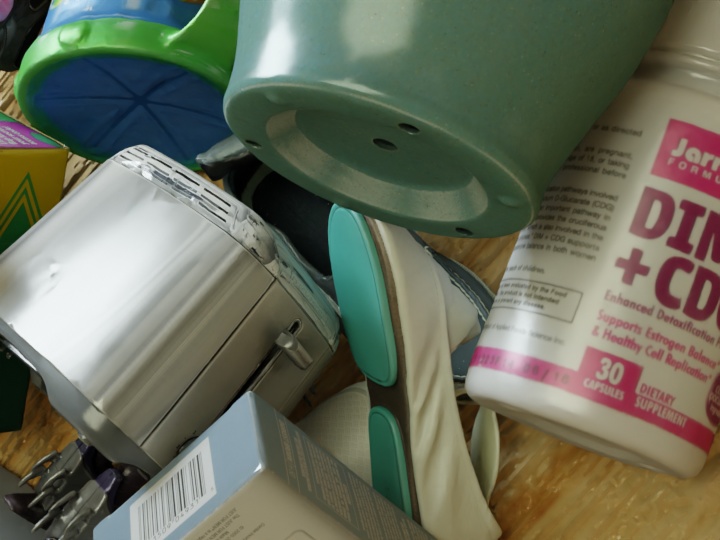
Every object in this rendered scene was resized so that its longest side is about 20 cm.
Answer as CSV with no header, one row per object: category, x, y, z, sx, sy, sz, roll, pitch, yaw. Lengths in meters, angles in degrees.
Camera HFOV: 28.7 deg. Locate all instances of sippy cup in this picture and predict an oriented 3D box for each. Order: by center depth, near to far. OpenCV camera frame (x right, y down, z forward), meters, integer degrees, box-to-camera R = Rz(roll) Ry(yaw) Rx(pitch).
sippy cup,-0.120,-0.144,0.810,0.178,0.140,0.130,-4,63,17

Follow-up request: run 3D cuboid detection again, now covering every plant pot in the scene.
plant pot,0.036,-0.123,0.582,0.200,0.200,0.188,11,72,30

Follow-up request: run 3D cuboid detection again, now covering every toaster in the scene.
toaster,-0.105,0.023,0.696,0.129,0.114,0.200,-47,43,-12

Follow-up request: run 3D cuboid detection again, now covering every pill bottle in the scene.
pill bottle,0.133,-0.017,0.643,0.113,0.113,0.200,17,81,30

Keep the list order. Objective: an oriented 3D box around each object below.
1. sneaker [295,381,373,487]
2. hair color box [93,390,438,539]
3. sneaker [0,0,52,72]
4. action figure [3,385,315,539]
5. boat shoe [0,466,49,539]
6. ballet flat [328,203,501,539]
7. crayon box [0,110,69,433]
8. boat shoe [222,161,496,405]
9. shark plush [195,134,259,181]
sneaker,-0.051,0.133,0.723,0.200,0.081,0.075,-46,59,8
hair color box,-0.012,0.154,0.628,0.099,0.200,0.061,-41,27,12
sneaker,-0.192,-0.208,0.840,0.079,0.095,0.200,26,87,25
action figure,-0.108,0.078,0.775,0.200,0.069,0.130,-48,48,3
boat shoe,-0.196,0.180,0.793,0.200,0.069,0.057,41,112,35
ballet flat,0.031,0.052,0.678,0.069,0.069,0.200,-3,105,27
crayon box,-0.262,-0.021,0.841,0.200,0.058,0.173,27,110,39
boat shoe,0.000,0.000,0.740,0.200,0.062,0.073,41,94,29
shark plush,0.001,-0.112,0.760,0.200,0.091,0.083,-49,44,2
